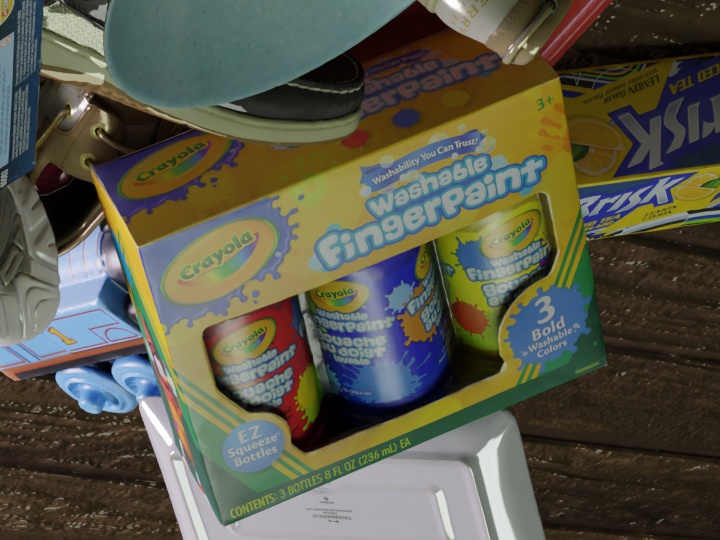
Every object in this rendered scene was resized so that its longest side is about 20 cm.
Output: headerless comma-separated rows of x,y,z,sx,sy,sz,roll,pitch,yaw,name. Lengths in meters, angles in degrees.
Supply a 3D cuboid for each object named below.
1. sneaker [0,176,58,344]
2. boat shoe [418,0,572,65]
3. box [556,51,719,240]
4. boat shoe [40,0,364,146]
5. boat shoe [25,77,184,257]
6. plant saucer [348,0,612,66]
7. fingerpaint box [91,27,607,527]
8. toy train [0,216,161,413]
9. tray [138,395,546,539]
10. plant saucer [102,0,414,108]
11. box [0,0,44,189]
-0.219,-0.038,1.171,0.200,0.078,0.099,42,156,-5,sneaker
0.086,-0.126,1.031,0.073,0.063,0.200,-48,171,28,boat shoe
0.132,-0.061,1.328,0.199,0.070,0.064,-8,155,-19,box
-0.082,-0.103,1.043,0.199,0.073,0.065,13,116,-25,boat shoe
-0.109,-0.065,1.169,0.074,0.067,0.200,-2,157,-29,boat shoe
0.046,-0.128,1.175,0.199,0.037,0.200,-9,156,-35,plant saucer
0.000,0.000,1.168,0.199,0.073,0.168,-22,128,-11,fingerpaint box
-0.117,0.013,1.299,0.114,0.087,0.199,35,151,-31,toy train
-0.011,0.111,1.265,0.199,0.022,0.108,0,123,24,tray
-0.019,-0.141,0.967,0.200,0.039,0.201,-31,160,-13,plant saucer
-0.190,-0.132,0.948,0.038,0.200,0.137,-35,161,-24,box
